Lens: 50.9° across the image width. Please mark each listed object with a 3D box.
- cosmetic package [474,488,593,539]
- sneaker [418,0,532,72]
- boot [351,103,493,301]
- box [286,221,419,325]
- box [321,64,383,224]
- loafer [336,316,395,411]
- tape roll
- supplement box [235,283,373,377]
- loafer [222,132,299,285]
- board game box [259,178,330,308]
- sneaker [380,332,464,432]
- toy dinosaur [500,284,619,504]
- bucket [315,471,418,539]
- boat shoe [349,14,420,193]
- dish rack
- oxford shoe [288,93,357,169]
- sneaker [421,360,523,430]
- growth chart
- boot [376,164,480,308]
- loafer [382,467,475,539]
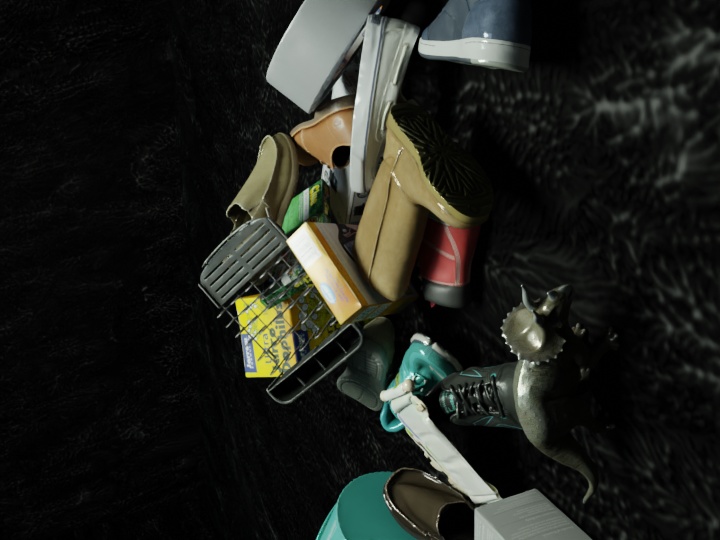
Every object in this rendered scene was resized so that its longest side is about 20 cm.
[{"bbox_3d":[0.186,0.306,0.697,0.200,0.089,0.109,-145,50,-59],"label":"cosmetic package"},{"bbox_3d":[0.112,-0.261,0.690,0.202,0.075,0.149,-132,46,-69],"label":"sneaker"},{"bbox_3d":[0.057,-0.044,0.788,0.202,0.065,0.177,106,149,-43],"label":"boot"},{"bbox_3d":[0.000,0.000,0.930,0.041,0.199,0.120,-39,75,19],"label":"box"},{"bbox_3d":[-0.002,-0.164,1.040,0.117,0.059,0.202,-118,28,-42],"label":"box"},{"bbox_3d":[0.018,0.124,1.000,0.074,0.070,0.201,29,152,7],"label":"loafer"},{"bbox_3d":[-0.028,-0.285,0.884,0.202,0.066,0.200,-54,7,9],"label":"tape roll"},{"bbox_3d":[-0.064,0.076,1.072,0.108,0.198,0.111,-7,92,40],"label":"supplement box"},{"bbox_3d":[-0.130,-0.086,0.969,0.076,0.067,0.204,-11,68,56],"label":"loafer"},{"bbox_3d":[-0.085,-0.040,1.016,0.023,0.104,0.201,45,-157,-29],"label":"board game box"},{"bbox_3d":[0.069,0.144,0.924,0.077,0.080,0.201,35,150,12],"label":"sneaker"},{"bbox_3d":[0.164,0.098,0.645,0.077,0.101,0.204,-149,54,-64],"label":"toy dinosaur"},{"bbox_3d":[0.038,0.365,0.954,0.208,0.204,0.137,54,135,50],"label":"bucket"},{"bbox_3d":[0.029,-0.174,0.830,0.071,0.068,0.203,-80,-2,-59],"label":"boat shoe"},{"bbox_3d":[-0.102,0.043,0.913,0.200,0.153,0.055,48,-157,-6],"label":"dish rack"},{"bbox_3d":[-0.044,-0.159,0.974,0.200,0.070,0.073,163,94,-68],"label":"oxford shoe"},{"bbox_3d":[0.131,0.136,0.783,0.200,0.078,0.077,148,112,-66],"label":"sneaker"},{"bbox_3d":[0.093,0.203,0.846,0.201,0.018,0.145,49,162,-2],"label":"growth chart"},{"bbox_3d":[0.069,-0.040,0.893,0.200,0.071,0.147,-136,41,-53],"label":"boot"},{"bbox_3d":[0.101,0.281,0.871,0.198,0.073,0.072,25,147,41],"label":"loafer"}]
